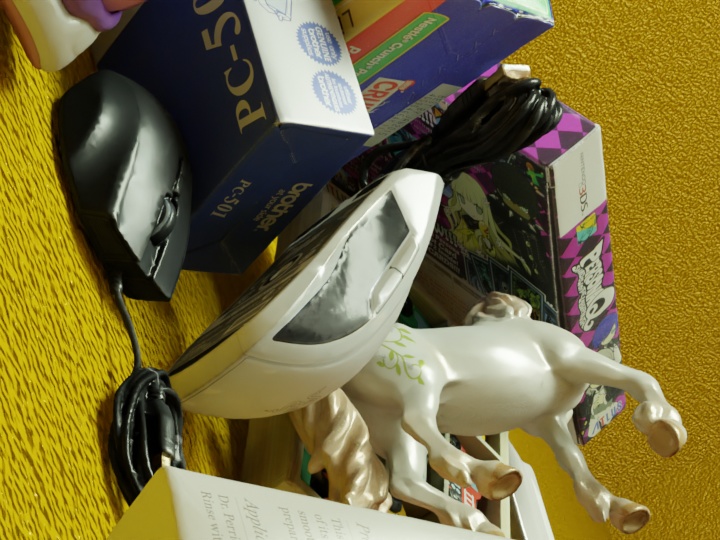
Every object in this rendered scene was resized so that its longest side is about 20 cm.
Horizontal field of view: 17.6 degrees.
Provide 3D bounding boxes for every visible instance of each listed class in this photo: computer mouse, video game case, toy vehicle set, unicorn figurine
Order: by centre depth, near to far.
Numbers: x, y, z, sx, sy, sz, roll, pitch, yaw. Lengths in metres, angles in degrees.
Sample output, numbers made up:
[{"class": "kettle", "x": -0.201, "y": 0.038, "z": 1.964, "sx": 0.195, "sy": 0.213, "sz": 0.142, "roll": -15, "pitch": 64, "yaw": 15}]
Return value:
[{"class": "computer mouse", "x": -0.067, "y": 0.004, "z": 0.744, "sx": 0.059, "sy": 0.034, "sz": 0.200, "roll": 65, "pitch": 8, "yaw": -45}, {"class": "computer mouse", "x": 0.000, "y": 0.000, "z": 0.829, "sx": 0.044, "sy": 0.110, "sz": 0.200, "roll": 51, "pitch": 45, "yaw": -8}, {"class": "unicorn figurine", "x": 0.053, "y": 0.050, "z": 0.882, "sx": 0.200, "sy": 0.074, "sz": 0.137, "roll": 14, "pitch": 21, "yaw": -44}, {"class": "toy vehicle set", "x": 0.010, "y": 0.066, "z": 0.928, "sx": 0.124, "sy": 0.026, "sz": 0.200, "roll": 44, "pitch": 25, "yaw": -23}, {"class": "video game case", "x": 0.030, "y": -0.038, "z": 1.019, "sx": 0.200, "sy": 0.036, "sz": 0.182, "roll": 37, "pitch": -26, "yaw": 35}]

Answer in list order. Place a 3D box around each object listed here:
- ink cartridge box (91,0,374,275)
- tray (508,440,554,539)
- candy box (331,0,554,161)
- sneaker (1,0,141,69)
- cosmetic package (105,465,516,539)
[{"class": "ink cartridge box", "x": -0.061, "y": -0.108, "z": 0.857, "sx": 0.044, "sy": 0.094, "sz": 0.200, "roll": 5, "pitch": 56, "yaw": -36}, {"class": "tray", "x": 0.065, "y": 0.153, "z": 1.125, "sx": 0.200, "sy": 0.022, "sz": 0.108, "roll": 110, "pitch": -34, "yaw": -64}, {"class": "candy box", "x": -0.021, "y": -0.152, "z": 0.913, "sx": 0.077, "sy": 0.169, "sz": 0.201, "roll": 8, "pitch": 62, "yaw": -41}, {"class": "sneaker", "x": -0.080, "y": -0.143, "z": 0.776, "sx": 0.200, "sy": 0.088, "sz": 0.081, "roll": -103, "pitch": 170, "yaw": -55}, {"class": "cosmetic package", "x": 0.033, "y": 0.124, "z": 0.512, "sx": 0.200, "sy": 0.081, "sz": 0.113, "roll": 18, "pitch": 38, "yaw": -28}]
